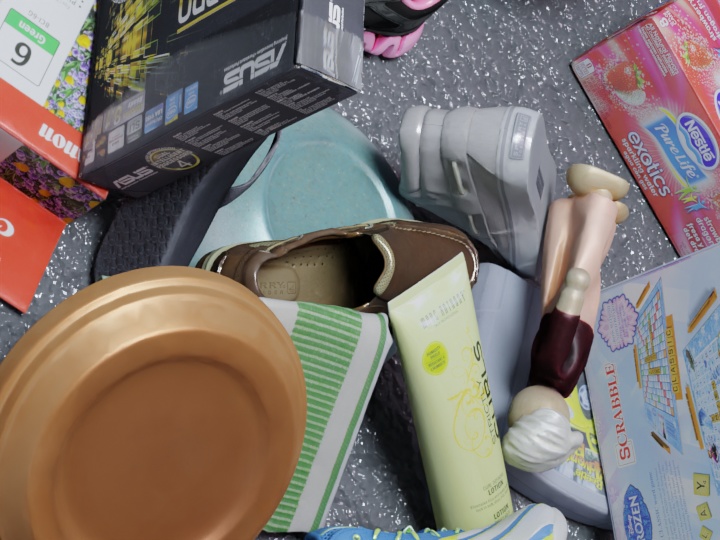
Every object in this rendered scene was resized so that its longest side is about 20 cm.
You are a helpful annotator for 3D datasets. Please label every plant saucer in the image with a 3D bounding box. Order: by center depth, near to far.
[{"bbox_3d":[-0.111,0.098,0.922,0.199,0.037,0.202,-14,117,-29],"label":"plant saucer"},{"bbox_3d":[-0.028,-0.028,1.110,0.200,0.039,0.203,16,63,-34],"label":"plant saucer"}]

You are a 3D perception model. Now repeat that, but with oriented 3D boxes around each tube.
[{"bbox_3d":[0.059,0.096,1.073,0.058,0.051,0.202,-95,173,-71],"label":"tube"}]

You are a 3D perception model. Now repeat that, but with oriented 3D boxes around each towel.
[{"bbox_3d":[-0.082,0.081,0.978,0.199,0.023,0.154,8,111,-36],"label":"towel"}]

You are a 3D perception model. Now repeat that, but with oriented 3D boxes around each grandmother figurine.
[{"bbox_3d":[0.133,0.039,1.135,0.121,0.060,0.201,60,43,-58],"label":"grandmother figurine"}]

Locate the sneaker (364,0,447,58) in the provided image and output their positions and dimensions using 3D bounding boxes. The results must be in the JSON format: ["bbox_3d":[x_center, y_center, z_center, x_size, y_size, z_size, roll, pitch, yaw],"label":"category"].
[{"bbox_3d":[-0.016,-0.191,1.146,0.199,0.095,0.080,-8,79,-39],"label":"sneaker"}]

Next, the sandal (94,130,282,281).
[{"bbox_3d":[-0.088,-0.064,1.003,0.043,0.201,0.076,19,19,-49],"label":"sandal"}]

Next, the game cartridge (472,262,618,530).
[{"bbox_3d":[0.140,0.098,1.201,0.199,0.041,0.134,32,60,-26],"label":"game cartridge"}]

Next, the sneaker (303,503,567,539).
[{"bbox_3d":[0.029,0.178,1.026,0.199,0.076,0.105,-35,91,-21],"label":"sneaker"}]

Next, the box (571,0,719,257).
[{"bbox_3d":[0.267,-0.111,1.341,0.099,0.095,0.201,-34,95,-40],"label":"box"}]

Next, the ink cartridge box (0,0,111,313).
[{"bbox_3d":[-0.188,-0.089,0.997,0.109,0.050,0.201,35,54,-24],"label":"ink cartridge box"}]

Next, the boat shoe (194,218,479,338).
[{"bbox_3d":[0.001,0.006,1.043,0.201,0.075,0.075,-10,87,-35],"label":"boat shoe"}]

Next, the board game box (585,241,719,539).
[{"bbox_3d":[0.235,0.088,1.125,0.041,0.199,0.202,4,72,-38],"label":"board game box"}]

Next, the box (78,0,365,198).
[{"bbox_3d":[-0.076,-0.144,0.944,0.049,0.199,0.163,18,65,-38],"label":"box"}]

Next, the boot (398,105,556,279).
[{"bbox_3d":[0.078,-0.057,1.164,0.200,0.095,0.074,70,32,-64],"label":"boot"}]
